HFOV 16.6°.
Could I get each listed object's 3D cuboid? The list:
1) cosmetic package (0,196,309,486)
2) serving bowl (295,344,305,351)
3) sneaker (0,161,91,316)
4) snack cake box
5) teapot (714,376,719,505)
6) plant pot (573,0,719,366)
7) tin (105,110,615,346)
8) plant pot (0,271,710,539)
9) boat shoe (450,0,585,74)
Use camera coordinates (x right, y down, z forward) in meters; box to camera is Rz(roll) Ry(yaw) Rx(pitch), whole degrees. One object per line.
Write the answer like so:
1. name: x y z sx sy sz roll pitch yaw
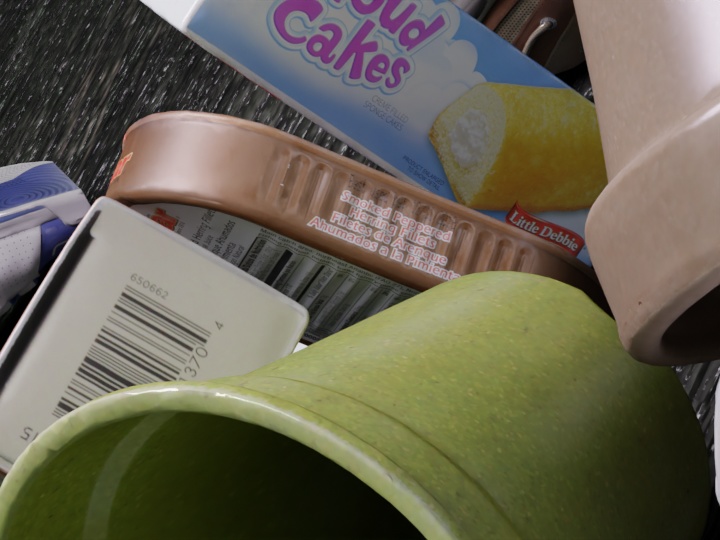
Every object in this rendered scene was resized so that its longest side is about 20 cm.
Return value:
1. cosmetic package: -0.092 0.047 0.916 0.104 0.087 0.200 -61 5 -13
2. serving bowl: -0.053 0.070 1.072 0.200 0.066 0.200 -40 29 27
3. sneaker: -0.238 0.024 1.430 0.199 0.115 0.081 -26 27 -9
4. snack cake box: 0.009 -0.082 0.977 0.067 0.200 0.115 -55 26 5
5. teapot: 0.192 0.042 0.603 0.146 0.200 0.198 -29 -23 -38
6. plant pot: 0.136 -0.090 0.727 0.200 0.200 0.175 -35 72 35
7. tin: 0.000 0.000 0.921 0.112 0.199 0.042 125 165 -64
8. plant pot: 0.016 0.092 0.772 0.200 0.201 0.184 -31 3 39
9. boat shoe: 0.072 -0.123 1.084 0.200 0.072 0.076 -43 31 35
